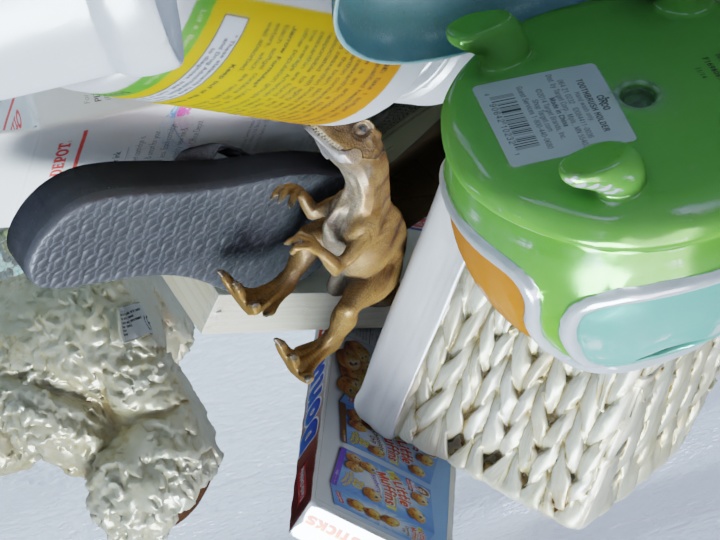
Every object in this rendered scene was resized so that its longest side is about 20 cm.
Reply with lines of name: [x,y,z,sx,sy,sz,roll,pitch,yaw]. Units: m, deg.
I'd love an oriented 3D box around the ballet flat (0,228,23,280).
ballet flat: [-0.225,-0.026,1.323,0.199,0.069,0.071,-9,142,-19]

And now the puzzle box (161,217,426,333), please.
puzzle box: [-0.021,-0.022,1.377,0.200,0.133,0.025,0,129,-37]

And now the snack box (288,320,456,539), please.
snack box: [0.010,0.069,1.316,0.072,0.200,0.024,27,120,-13]

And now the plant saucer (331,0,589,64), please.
plant saucer: [0.072,-0.144,1.037,0.200,0.027,0.200,-27,161,-10]

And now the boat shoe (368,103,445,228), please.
boat shoe: [0.062,-0.096,1.336,0.200,0.065,0.072,-36,146,4]

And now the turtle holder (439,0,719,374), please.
turtle holder: [0.118,-0.040,1.104,0.185,0.141,0.132,-35,141,-31]

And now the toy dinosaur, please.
toy dinosaur: [0.000,0.000,1.252,0.106,0.060,0.200,-39,157,-10]

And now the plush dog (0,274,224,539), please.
plush dog: [-0.182,0.055,1.466,0.171,0.200,0.161,-28,127,8]

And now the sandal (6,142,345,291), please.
sandal: [-0.072,-0.031,1.233,0.200,0.043,0.076,2,133,-50]

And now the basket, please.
basket: [0.105,-0.002,1.264,0.135,0.123,0.200,-30,147,-53]

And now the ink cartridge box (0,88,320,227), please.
ink cartridge box: [-0.101,-0.078,1.247,0.199,0.068,0.117,-11,161,-18]

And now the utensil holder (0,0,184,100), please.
utensil holder: [-0.172,-0.124,0.897,0.199,0.170,0.170,-13,162,1]

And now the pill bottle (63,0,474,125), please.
pill bottle: [-0.036,-0.115,1.114,0.111,0.111,0.200,-29,157,37]
